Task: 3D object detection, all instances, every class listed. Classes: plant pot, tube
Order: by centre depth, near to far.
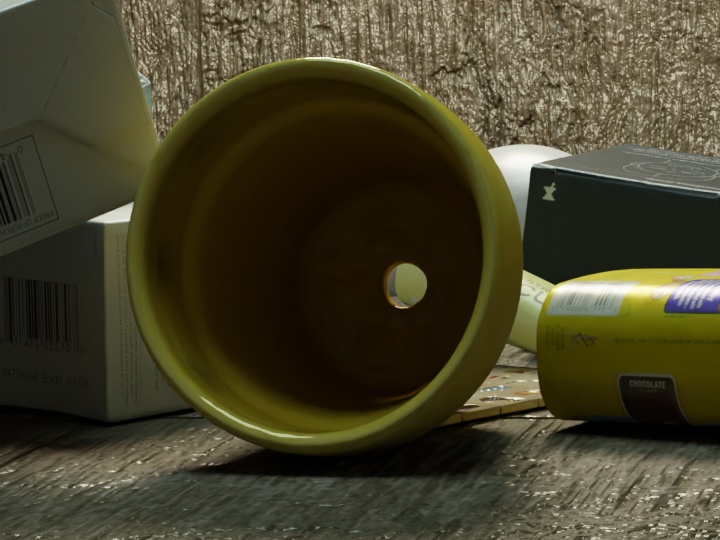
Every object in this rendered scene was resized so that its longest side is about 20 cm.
[{"bbox_3d":[0.000,0.000,1.565,0.199,0.202,0.189,0,-5,17],"label":"plant pot"},{"bbox_3d":[0.115,0.029,1.815,0.199,0.052,0.058,24,57,31],"label":"tube"}]

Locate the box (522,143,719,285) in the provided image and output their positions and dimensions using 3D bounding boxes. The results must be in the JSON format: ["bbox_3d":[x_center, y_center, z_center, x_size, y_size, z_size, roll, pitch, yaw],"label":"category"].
[{"bbox_3d":[0.208,-0.017,1.962,0.148,0.108,0.200,10,9,23],"label":"box"}]

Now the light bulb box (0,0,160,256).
[{"bbox_3d":[-0.240,-0.080,1.581,0.197,0.126,0.200,-23,18,-22],"label":"light bulb box"}]

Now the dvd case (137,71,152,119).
[{"bbox_3d":[-0.205,-0.020,1.771,0.199,0.147,0.022,-29,49,-30],"label":"dvd case"}]

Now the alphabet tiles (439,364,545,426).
[{"bbox_3d":[0.041,0.071,1.727,0.167,0.008,0.199,3,7,43],"label":"alphabet tiles"}]

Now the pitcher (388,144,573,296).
[{"bbox_3d":[0.103,-0.019,2.156,0.199,0.122,0.171,-12,-18,42],"label":"pitcher"}]

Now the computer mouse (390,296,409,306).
[{"bbox_3d":[0.079,0.042,1.922,0.199,0.034,0.058,3,16,-46],"label":"computer mouse"}]

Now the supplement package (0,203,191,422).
[{"bbox_3d":[-0.116,0.017,1.758,0.116,0.118,0.199,4,9,43],"label":"supplement package"}]

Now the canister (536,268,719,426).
[{"bbox_3d":[0.212,0.041,1.585,0.199,0.087,0.148,1,6,35],"label":"canister"}]
